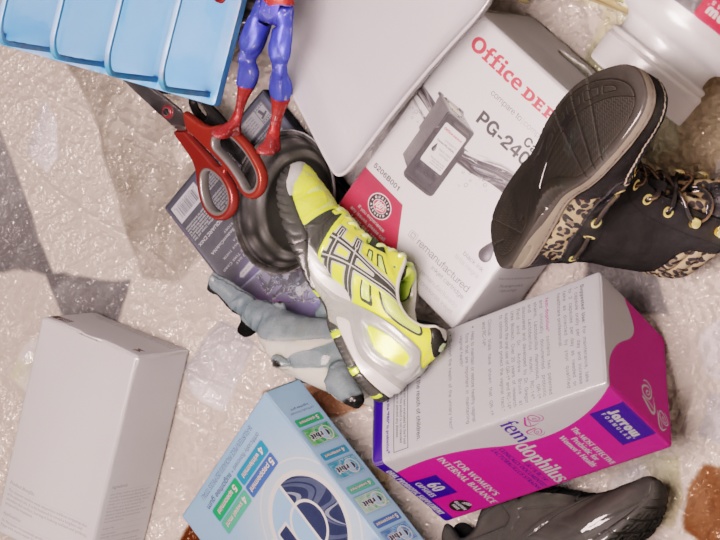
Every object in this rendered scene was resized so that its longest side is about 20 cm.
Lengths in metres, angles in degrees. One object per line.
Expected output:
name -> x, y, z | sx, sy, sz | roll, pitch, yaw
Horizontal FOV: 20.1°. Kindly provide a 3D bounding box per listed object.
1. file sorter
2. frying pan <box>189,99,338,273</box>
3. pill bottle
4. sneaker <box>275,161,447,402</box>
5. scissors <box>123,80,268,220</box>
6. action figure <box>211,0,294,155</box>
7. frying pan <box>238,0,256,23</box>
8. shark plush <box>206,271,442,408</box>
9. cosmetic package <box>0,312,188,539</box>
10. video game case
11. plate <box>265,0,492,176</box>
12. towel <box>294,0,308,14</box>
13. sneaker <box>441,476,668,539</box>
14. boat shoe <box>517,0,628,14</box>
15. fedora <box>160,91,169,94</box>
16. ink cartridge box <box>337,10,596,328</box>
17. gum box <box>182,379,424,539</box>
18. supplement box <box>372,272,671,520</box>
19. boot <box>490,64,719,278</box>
file sorter -> -0.201, -0.221, 1.564 | 0.199, 0.123, 0.139 | 17, 97, 15
frying pan -> -0.083, -0.065, 1.652 | 0.190, 0.031, 0.115 | 23, 101, 43
pill bottle -> 0.252, -0.204, 1.412 | 0.111, 0.111, 0.200 | 42, 102, 24
sneaker -> 0.000, 0.000, 1.528 | 0.076, 0.075, 0.200 | -30, 70, 7
scissors -> -0.144, -0.127, 1.656 | 0.073, 0.014, 0.200 | -48, 68, 34
action figure -> -0.078, -0.186, 1.538 | 0.065, 0.099, 0.201 | 20, 109, 18
frying pan -> -0.052, -0.271, 1.586 | 0.190, 0.031, 0.115 | -35, 69, 25
shark plush -> -0.030, 0.049, 1.632 | 0.200, 0.091, 0.084 | 23, 91, 33
cosmetic package -> -0.232, 0.146, 1.749 | 0.113, 0.081, 0.201 | 22, 101, 29
video game case -> -0.062, -0.029, 1.677 | 0.143, 0.019, 0.200 | -48, 69, 23
plate -> 0.010, -0.204, 1.557 | 0.200, 0.032, 0.200 | -49, 51, 28
towel -> -0.041, -0.298, 1.648 | 0.200, 0.035, 0.193 | 18, 101, 30
sneaker -> 0.138, 0.193, 1.532 | 0.200, 0.076, 0.091 | -30, 68, 25
boat shoe -> 0.142, -0.226, 1.517 | 0.199, 0.073, 0.063 | 12, 95, 30
fedora -> -0.193, -0.243, 1.686 | 0.200, 0.091, 0.201 | 4, 96, 47
ink cartridge box -> 0.098, -0.078, 1.540 | 0.145, 0.083, 0.200 | 45, 113, 24
gum box -> -0.041, 0.218, 1.629 | 0.200, 0.044, 0.170 | 51, 130, 20
supplement box -> 0.118, 0.095, 1.500 | 0.200, 0.101, 0.104 | -24, 46, 28
boot -> 0.196, -0.061, 1.417 | 0.200, 0.150, 0.073 | 124, 145, -44
